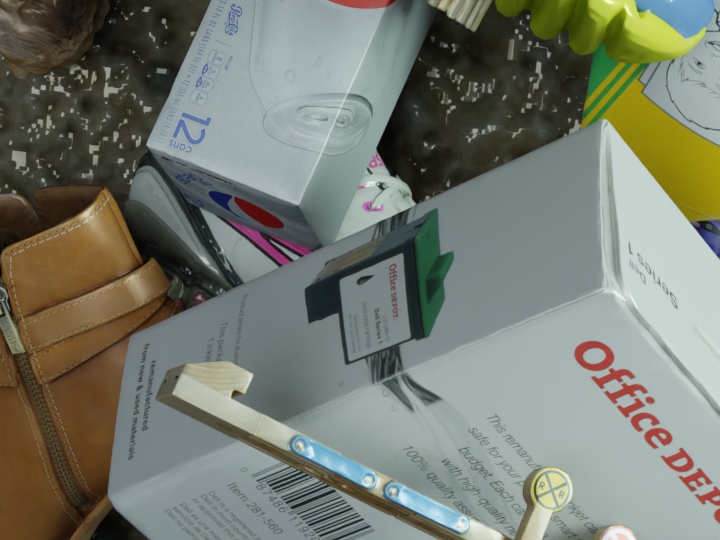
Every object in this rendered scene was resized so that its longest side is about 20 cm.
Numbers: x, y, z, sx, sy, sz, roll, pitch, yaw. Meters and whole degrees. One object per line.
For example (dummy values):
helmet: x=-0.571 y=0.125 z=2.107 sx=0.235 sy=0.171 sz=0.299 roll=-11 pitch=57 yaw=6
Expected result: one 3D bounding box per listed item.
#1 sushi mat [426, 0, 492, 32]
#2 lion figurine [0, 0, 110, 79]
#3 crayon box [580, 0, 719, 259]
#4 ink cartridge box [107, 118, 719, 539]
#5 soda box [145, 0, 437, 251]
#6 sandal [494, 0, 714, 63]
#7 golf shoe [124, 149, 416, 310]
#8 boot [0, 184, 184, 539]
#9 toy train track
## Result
sushi mat: x=0.052 y=-0.192 z=0.976 sx=0.095 sy=0.012 sz=0.201 roll=30 pitch=94 yaw=-13
lion figurine: x=-0.097 y=-0.178 z=1.082 sx=0.200 sy=0.072 sz=0.123 roll=-45 pitch=71 yaw=19
crayon box: x=0.175 y=-0.040 z=0.966 sx=0.199 sy=0.058 sz=0.173 roll=24 pitch=127 yaw=24
ink cartridge box: x=0.038 y=0.055 z=0.962 sx=0.199 sy=0.085 sz=0.146 roll=-24 pitch=130 yaw=25
soda box: x=-0.005 y=-0.113 z=1.032 sx=0.063 sy=0.068 sz=0.201 roll=21 pitch=79 yaw=14
sandal: x=0.042 y=-0.146 z=0.917 sx=0.200 sy=0.079 sz=0.087 roll=41 pitch=79 yaw=-10
golf shoe: x=0.000 y=0.000 z=1.063 sx=0.199 sy=0.073 sz=0.093 roll=21 pitch=97 yaw=15
boot: x=-0.139 y=0.053 z=1.064 sx=0.199 sy=0.077 sz=0.156 roll=-12 pitch=120 yaw=31
toy train track: x=0.032 y=0.069 z=0.889 sx=0.199 sy=0.115 sz=0.033 roll=27 pitch=76 yaw=-13
